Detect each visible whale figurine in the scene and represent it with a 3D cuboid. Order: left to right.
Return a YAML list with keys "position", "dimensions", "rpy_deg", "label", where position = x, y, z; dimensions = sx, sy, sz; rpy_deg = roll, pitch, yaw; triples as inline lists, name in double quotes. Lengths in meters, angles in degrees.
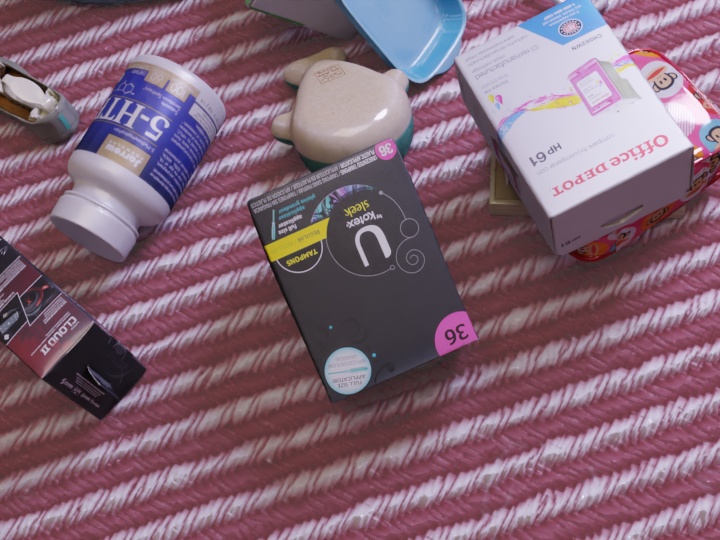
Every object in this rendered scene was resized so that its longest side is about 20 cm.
- position: [-0.018, -0.165, 1.188]
  dimensions: [0.158, 0.104, 0.200]
  rpy_deg: [-24, 41, -7]
  label: "whale figurine"

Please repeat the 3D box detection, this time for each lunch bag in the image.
- position: [0.245, -0.125, 1.092]
  dimensions: [0.199, 0.082, 0.177]
  rpy_deg: [-34, 66, -5]
  label: "lunch bag"

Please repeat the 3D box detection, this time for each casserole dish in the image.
- position: [0.036, -0.294, 1.194]
  dimensions: [0.039, 0.200, 0.121]
  rpy_deg: [13, 64, 52]
  label: "casserole dish"

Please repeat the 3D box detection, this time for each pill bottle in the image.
- position: [-0.241, -0.117, 1.177]
  dimensions: [0.119, 0.120, 0.201]
  rpy_deg: [22, 72, 17]
  label: "pill bottle"

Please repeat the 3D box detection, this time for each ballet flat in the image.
- position: [-0.410, -0.215, 1.277]
  dimensions: [0.199, 0.064, 0.068]
  rpy_deg: [28, 74, 19]
  label: "ballet flat"

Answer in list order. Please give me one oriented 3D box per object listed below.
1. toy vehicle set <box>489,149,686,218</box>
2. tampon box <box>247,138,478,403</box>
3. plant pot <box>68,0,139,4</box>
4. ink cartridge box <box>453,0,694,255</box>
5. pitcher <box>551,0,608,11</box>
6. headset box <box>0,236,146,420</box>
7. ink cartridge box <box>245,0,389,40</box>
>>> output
- position: [0.235, -0.118, 1.151]
  dimensions: [0.198, 0.027, 0.125]
  rpy_deg: [2, 67, 10]
  label: "toy vehicle set"
- position: [0.000, 0.000, 1.045]
  dimensions: [0.149, 0.126, 0.201]
  rpy_deg: [-24, 92, -1]
  label: "tampon box"
- position: [-0.335, -0.434, 1.296]
  dimensions: [0.198, 0.196, 0.197]
  rpy_deg: [-11, 66, 13]
  label: "plant pot"
- position: [0.196, -0.136, 1.022]
  dimensions: [0.144, 0.085, 0.201]
  rpy_deg: [-27, 64, 1]
  label: "ink cartridge box"
- position: [0.195, -0.381, 1.232]
  dimensions: [0.198, 0.121, 0.173]
  rpy_deg: [12, 84, 2]
  label: "pitcher"
- position: [-0.312, 0.057, 1.097]
  dimensions: [0.200, 0.149, 0.075]
  rpy_deg: [37, 78, 21]
  label: "headset box"
- position: [-0.062, -0.378, 1.241]
  dimensions: [0.084, 0.145, 0.201]
  rpy_deg: [-36, 56, 43]
  label: "ink cartridge box"
